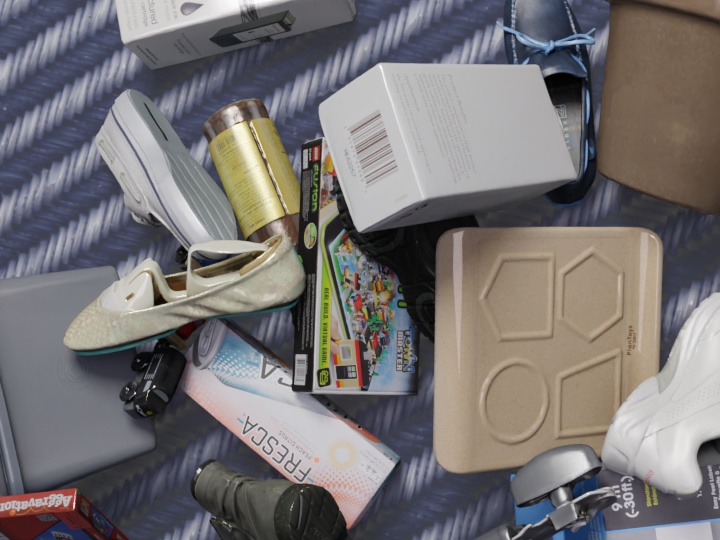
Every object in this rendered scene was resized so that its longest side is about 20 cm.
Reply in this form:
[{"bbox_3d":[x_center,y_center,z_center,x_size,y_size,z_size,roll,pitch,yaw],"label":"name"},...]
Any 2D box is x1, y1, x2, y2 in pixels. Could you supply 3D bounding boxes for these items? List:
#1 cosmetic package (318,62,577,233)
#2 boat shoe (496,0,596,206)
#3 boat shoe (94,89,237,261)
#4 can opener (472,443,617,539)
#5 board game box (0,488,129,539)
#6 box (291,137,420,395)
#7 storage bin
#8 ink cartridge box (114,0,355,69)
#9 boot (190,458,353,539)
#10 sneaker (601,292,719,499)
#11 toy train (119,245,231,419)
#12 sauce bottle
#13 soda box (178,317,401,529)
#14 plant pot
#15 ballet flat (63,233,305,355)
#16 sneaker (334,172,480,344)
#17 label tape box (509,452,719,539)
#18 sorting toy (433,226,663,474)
[{"bbox_3d":[0.070,-0.095,0.754,0.073,0.198,0.103,-24,80,42],"label":"cosmetic package"},{"bbox_3d":[0.169,-0.160,0.845,0.083,0.069,0.204,-16,83,5],"label":"boat shoe"},{"bbox_3d":[-0.170,-0.069,0.870,0.067,0.073,0.201,-46,53,17],"label":"boat shoe"},{"bbox_3d":[0.112,0.204,0.800,0.199,0.053,0.068,-35,59,25],"label":"can opener"},{"bbox_3d":[-0.235,0.223,0.800,0.101,0.201,0.020,-6,56,7],"label":"board game box"},{"bbox_3d":[0.000,0.000,0.837,0.109,0.034,0.204,5,84,-35],"label":"box"},{"bbox_3d":[-0.257,0.095,0.852,0.132,0.145,0.204,-11,82,-22],"label":"storage bin"},{"bbox_3d":[-0.115,-0.278,0.885,0.196,0.084,0.148,-12,83,6],"label":"ink cartridge box"},{"bbox_3d":[-0.055,0.237,0.833,0.129,0.068,0.202,4,127,43],"label":"boot"},{"bbox_3d":[0.275,0.098,0.778,0.099,0.078,0.200,32,68,27],"label":"sneaker"},{"bbox_3d":[-0.148,0.030,0.843,0.045,0.034,0.203,-9,51,33],"label":"toy train"},{"bbox_3d":[-0.074,-0.044,0.867,0.064,0.065,0.203,-22,81,4],"label":"sauce bottle"},{"bbox_3d":[-0.062,0.125,0.850,0.199,0.064,0.069,38,90,8],"label":"soda box"},{"bbox_3d":[0.263,-0.143,0.786,0.197,0.200,0.178,20,104,8],"label":"plant pot"},{"bbox_3d":[-0.142,0.012,0.792,0.196,0.068,0.063,-14,116,-4],"label":"ballet flat"},{"bbox_3d":[0.050,-0.034,0.820,0.075,0.091,0.202,-9,121,43],"label":"sneaker"},{"bbox_3d":[0.227,0.225,0.804,0.196,0.063,0.147,-8,83,6],"label":"label tape box"},{"bbox_3d":[0.149,0.060,0.805,0.196,0.036,0.189,-1,94,-20],"label":"sorting toy"}]
